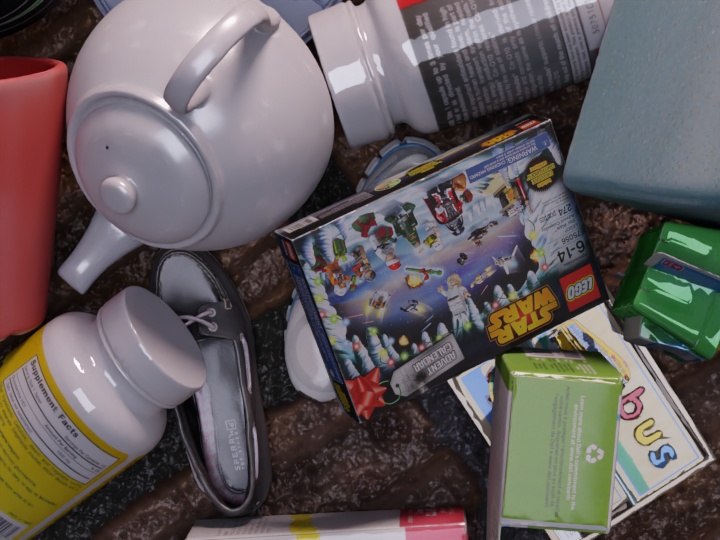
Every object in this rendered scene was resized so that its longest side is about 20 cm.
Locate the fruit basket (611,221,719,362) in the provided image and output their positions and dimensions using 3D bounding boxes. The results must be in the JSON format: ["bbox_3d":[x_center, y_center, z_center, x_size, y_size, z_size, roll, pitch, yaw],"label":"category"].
[{"bbox_3d":[0.270,0.041,1.383,0.200,0.185,0.094,29,86,0],"label":"fruit basket"}]

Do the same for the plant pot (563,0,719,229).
[{"bbox_3d":[0.285,-0.110,1.327,0.195,0.200,0.197,13,95,-34],"label":"plant pot"}]

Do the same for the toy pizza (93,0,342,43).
[{"bbox_3d":[-0.099,-0.238,1.452,0.199,0.032,0.201,0,93,0],"label":"toy pizza"}]

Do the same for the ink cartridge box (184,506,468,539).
[{"bbox_3d":[-0.021,0.246,1.455,0.199,0.083,0.146,-3,94,2],"label":"ink cartridge box"}]

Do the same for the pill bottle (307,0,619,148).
[{"bbox_3d":[0.072,-0.161,1.410,0.199,0.114,0.114,-19,93,2],"label":"pill bottle"}]

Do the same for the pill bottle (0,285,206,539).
[{"bbox_3d":[-0.207,0.101,1.419,0.200,0.112,0.113,-36,92,16],"label":"pill bottle"}]

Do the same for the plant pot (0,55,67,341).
[{"bbox_3d":[-0.290,-0.046,1.400,0.200,0.200,0.178,-4,102,2],"label":"plant pot"}]

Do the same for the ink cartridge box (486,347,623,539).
[{"bbox_3d":[0.125,0.159,1.388,0.075,0.148,0.201,3,95,0],"label":"ink cartridge box"}]

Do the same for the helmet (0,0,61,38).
[{"bbox_3d":[-0.263,-0.251,1.376,0.190,0.200,0.200,-26,93,-19],"label":"helmet"}]

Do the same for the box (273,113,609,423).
[{"bbox_3d":[0.057,-0.003,1.389,0.200,0.040,0.137,-26,109,-15],"label":"box"}]

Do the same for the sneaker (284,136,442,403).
[{"bbox_3d":[0.000,0.000,1.438,0.075,0.087,0.201,23,95,-1],"label":"sneaker"}]

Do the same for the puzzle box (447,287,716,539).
[{"bbox_3d":[0.145,0.085,1.469,0.133,0.025,0.200,-34,92,3],"label":"puzzle box"}]

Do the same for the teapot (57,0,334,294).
[{"bbox_3d":[-0.121,-0.088,1.368,0.197,0.146,0.200,4,124,31],"label":"teapot"}]

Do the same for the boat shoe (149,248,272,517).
[{"bbox_3d":[-0.104,0.076,1.459,0.067,0.057,0.201,-14,93,3],"label":"boat shoe"}]
